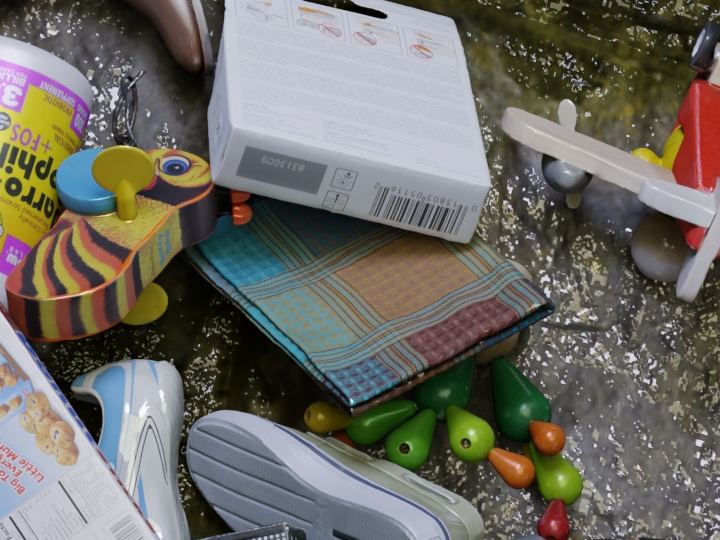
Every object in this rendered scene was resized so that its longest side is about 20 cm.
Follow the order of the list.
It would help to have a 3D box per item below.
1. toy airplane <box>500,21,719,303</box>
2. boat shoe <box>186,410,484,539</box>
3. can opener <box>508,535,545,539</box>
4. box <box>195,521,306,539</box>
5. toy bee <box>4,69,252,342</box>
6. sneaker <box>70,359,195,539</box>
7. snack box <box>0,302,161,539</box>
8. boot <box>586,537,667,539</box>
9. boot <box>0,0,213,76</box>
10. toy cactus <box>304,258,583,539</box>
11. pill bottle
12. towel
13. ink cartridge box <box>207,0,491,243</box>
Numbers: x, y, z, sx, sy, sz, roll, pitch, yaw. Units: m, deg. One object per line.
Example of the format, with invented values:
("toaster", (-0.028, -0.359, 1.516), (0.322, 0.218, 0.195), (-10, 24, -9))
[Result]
("toy airplane", (0.206, -0.040, 1.514), (0.199, 0.141, 0.200), (-12, 52, -37))
("boat shoe", (-0.017, 0.133, 1.445), (0.200, 0.072, 0.062), (25, 27, 37))
("can opener", (0.013, 0.186, 1.445), (0.199, 0.067, 0.054), (-12, 116, 1))
("box", (-0.109, 0.254, 1.370), (0.192, 0.048, 0.201), (-12, 76, 14))
("toy bee", (-0.123, -0.037, 1.449), (0.108, 0.131, 0.201), (11, 67, 14))
("sneaker", (-0.133, 0.152, 1.453), (0.072, 0.072, 0.201), (-7, 76, 6))
("snack box", (-0.191, 0.093, 1.373), (0.072, 0.024, 0.200), (-35, 80, 1))
("boot", (0.112, 0.253, 1.463), (0.138, 0.078, 0.201), (4, 61, -3))
("boot", (-0.209, -0.166, 1.528), (0.199, 0.064, 0.187), (-24, 75, -13))
("toy cactus", (0.059, 0.066, 1.501), (0.199, 0.102, 0.165), (28, 53, 6))
("pill bottle", (-0.230, -0.030, 1.465), (0.104, 0.104, 0.201), (16, 74, -4))
("towel", (0.000, 0.000, 1.469), (0.146, 0.022, 0.200), (-27, 42, -20))
("ink cartridge box", (-0.012, -0.105, 1.508), (0.159, 0.047, 0.200), (12, 33, -14))
